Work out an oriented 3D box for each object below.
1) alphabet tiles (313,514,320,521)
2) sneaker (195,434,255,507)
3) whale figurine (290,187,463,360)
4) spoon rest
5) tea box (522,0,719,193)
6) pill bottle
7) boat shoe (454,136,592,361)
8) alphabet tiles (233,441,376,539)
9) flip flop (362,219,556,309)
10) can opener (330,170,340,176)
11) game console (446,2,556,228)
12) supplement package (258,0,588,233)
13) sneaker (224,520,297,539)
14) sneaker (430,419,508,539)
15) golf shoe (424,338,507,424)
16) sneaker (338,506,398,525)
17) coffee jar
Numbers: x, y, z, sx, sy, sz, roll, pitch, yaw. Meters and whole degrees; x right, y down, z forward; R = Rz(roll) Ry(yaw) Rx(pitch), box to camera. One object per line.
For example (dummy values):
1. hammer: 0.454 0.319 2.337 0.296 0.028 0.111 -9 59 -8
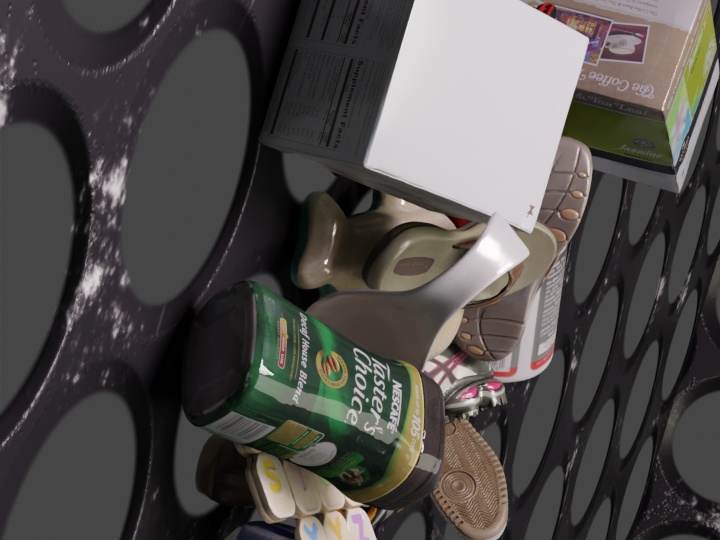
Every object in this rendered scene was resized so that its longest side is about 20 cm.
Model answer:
1. alphabet tiles: -0.033 0.176 1.794 0.167 0.006 0.201 -86 -177 -45
2. sneaker: -0.058 0.150 1.700 0.200 0.075 0.071 -21 126 -68
3. whale figurine: 0.000 0.000 1.751 0.200 0.103 0.160 22 74 -50
4. spoon rest: 0.033 0.034 1.616 0.200 0.099 0.061 -38 -175 27
5. tea box: 0.214 -0.189 2.030 0.197 0.199 0.134 58 51 -68
6. pill bottle: 0.139 -0.004 2.109 0.114 0.113 0.201 -51 151 -51
7. boat shoe: 0.132 -0.023 1.840 0.201 0.074 0.073 -63 180 12
8. alphabet tiles: -0.038 0.133 1.637 0.200 0.015 0.197 3 65 -64
9. flip flop: 0.084 -0.001 1.704 0.199 0.058 0.081 0 121 -49
10. can opener: 0.025 -0.157 1.738 0.063 0.078 0.201 49 45 -23
11. game console: 0.118 -0.100 1.834 0.177 0.031 0.200 -57 164 -30
12. supplement package: 0.050 -0.132 1.603 0.199 0.110 0.157 19 87 -48
13. sneaker: -0.090 0.285 1.741 0.115 0.080 0.201 -20 132 -73
14. sneaker: 0.075 0.190 2.014 0.071 0.201 0.113 -15 141 -17
15. golf shoe: 0.037 0.096 1.832 0.199 0.077 0.089 -14 83 -52
16. sneaker: 0.011 0.150 1.923 0.077 0.078 0.201 -38 140 -45
17. coffee jar: -0.027 0.092 1.551 0.199 0.085 0.105 29 46 -35
